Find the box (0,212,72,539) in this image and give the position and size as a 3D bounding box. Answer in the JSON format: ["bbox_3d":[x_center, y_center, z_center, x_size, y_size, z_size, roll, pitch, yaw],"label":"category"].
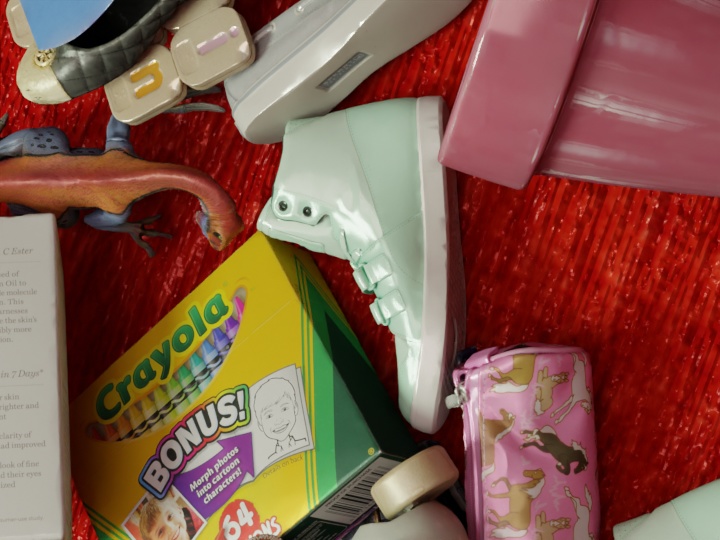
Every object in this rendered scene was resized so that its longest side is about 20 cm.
[{"bbox_3d":[-0.254,0.077,1.145,0.152,0.106,0.201,-2,72,-6],"label":"box"}]

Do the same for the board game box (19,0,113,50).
[{"bbox_3d":[-0.154,-0.226,1.126,0.158,0.039,0.200,-50,47,27],"label":"board game box"}]

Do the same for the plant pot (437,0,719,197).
[{"bbox_3d":[0.155,-0.125,1.022,0.178,0.200,0.201,18,101,2],"label":"plant pot"}]

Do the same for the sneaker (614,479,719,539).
[{"bbox_3d":[0.210,0.224,1.075,0.118,0.074,0.201,-19,78,13],"label":"sneaker"}]

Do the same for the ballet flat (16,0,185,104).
[{"bbox_3d":[-0.134,-0.174,1.127,0.200,0.057,0.067,-40,63,11],"label":"ballet flat"}]

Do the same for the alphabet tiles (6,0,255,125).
[{"bbox_3d":[-0.136,-0.193,1.172,0.195,0.015,0.201,-27,68,16],"label":"alphabet tiles"}]

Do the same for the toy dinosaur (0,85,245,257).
[{"bbox_3d":[-0.165,-0.041,1.164,0.181,0.200,0.105,11,118,50],"label":"toy dinosaur"}]

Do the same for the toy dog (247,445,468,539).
[{"bbox_3d":[-0.008,0.188,1.062,0.132,0.096,0.200,41,115,27],"label":"toy dog"}]

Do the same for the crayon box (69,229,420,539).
[{"bbox_3d":[-0.081,0.106,1.157,0.200,0.058,0.173,-41,58,18],"label":"crayon box"}]

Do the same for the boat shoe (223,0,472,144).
[{"bbox_3d":[-0.004,-0.157,1.135,0.200,0.072,0.069,-40,65,27],"label":"boat shoe"}]

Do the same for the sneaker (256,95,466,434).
[{"bbox_3d":[0.000,0.000,1.137,0.118,0.074,0.201,-4,84,11],"label":"sneaker"}]

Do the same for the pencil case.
[{"bbox_3d":[0.096,0.142,1.099,0.086,0.083,0.201,-4,88,9],"label":"pencil case"}]

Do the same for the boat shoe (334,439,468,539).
[{"bbox_3d":[0.039,0.205,1.145,0.091,0.071,0.201,-23,85,24],"label":"boat shoe"}]
